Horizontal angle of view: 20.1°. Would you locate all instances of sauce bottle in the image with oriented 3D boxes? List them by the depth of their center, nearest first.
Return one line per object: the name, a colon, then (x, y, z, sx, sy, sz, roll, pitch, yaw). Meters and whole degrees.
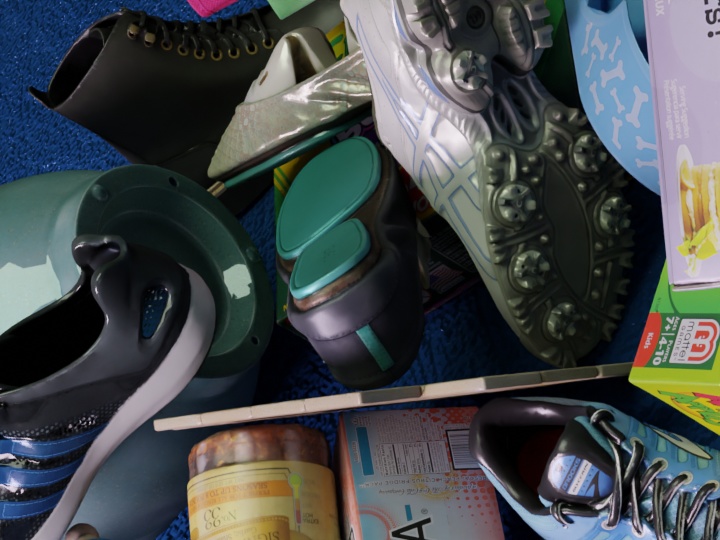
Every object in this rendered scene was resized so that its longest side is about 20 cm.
sauce bottle: (-0.033, 0.165, 0.829, 0.066, 0.066, 0.201, -26, 62, 38)

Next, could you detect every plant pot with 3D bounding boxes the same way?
plant pot: (-0.127, 0.030, 1.014, 0.134, 0.200, 0.201, -36, 41, 39)

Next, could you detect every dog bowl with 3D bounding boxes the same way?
dog bowl: (0.140, -0.109, 0.883, 0.050, 0.111, 0.200, -47, 35, 41)

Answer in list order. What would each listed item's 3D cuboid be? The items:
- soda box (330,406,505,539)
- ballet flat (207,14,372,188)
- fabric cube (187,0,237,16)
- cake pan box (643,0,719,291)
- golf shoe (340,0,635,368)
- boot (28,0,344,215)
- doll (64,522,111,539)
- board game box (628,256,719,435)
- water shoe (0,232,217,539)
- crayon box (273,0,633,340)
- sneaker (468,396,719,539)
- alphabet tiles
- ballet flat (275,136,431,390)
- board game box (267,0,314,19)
soda box: (0.030, 0.154, 0.829, 0.068, 0.063, 0.200, 99, 166, -50)
ballet flat: (-0.003, -0.100, 0.978, 0.200, 0.062, 0.067, -23, 5, 34)
fabric cube: (-0.025, -0.275, 0.984, 0.199, 0.196, 0.200, -23, 23, 21)
cake pan box: (0.175, -0.088, 0.702, 0.052, 0.200, 0.185, -4, 88, 47)
golf shoe: (0.054, -0.053, 0.898, 0.078, 0.200, 0.097, -29, 17, -28)
boot: (-0.073, -0.129, 1.129, 0.200, 0.138, 0.077, -50, 35, 11)
doll: (-0.139, 0.173, 0.885, 0.200, 0.048, 0.137, -27, 36, 47)
board game box: (0.178, -0.030, 0.777, 0.048, 0.101, 0.200, -1, 64, 51)
water shoe: (-0.151, 0.065, 0.894, 0.200, 0.079, 0.072, -50, 39, 8)
crayon box: (0.041, -0.077, 1.018, 0.200, 0.058, 0.173, -35, 42, 31)
sneaker: (0.109, 0.097, 0.780, 0.200, 0.090, 0.079, 17, 78, 55)
alphabet tiles: (0.017, 0.054, 0.873, 0.200, 0.166, 0.006, -12, 83, 47)
ballet flat: (0.000, 0.000, 0.901, 0.073, 0.073, 0.200, -50, 13, 14)
board game box: (0.040, -0.212, 1.062, 0.200, 0.029, 0.135, -27, 23, 16)
